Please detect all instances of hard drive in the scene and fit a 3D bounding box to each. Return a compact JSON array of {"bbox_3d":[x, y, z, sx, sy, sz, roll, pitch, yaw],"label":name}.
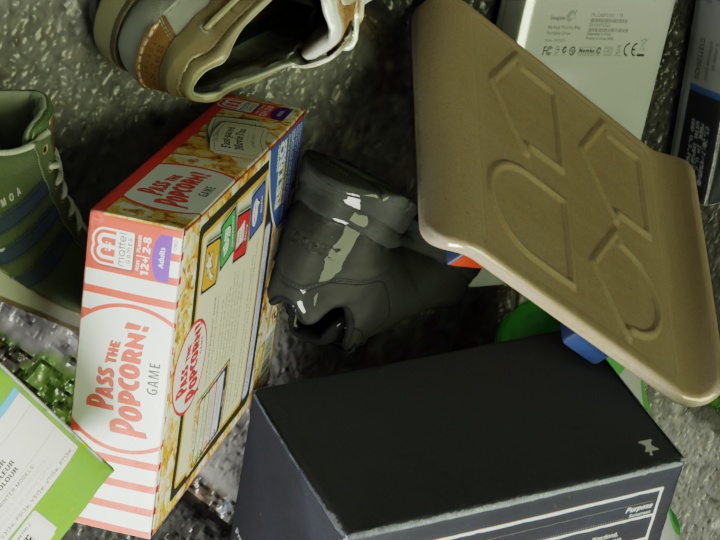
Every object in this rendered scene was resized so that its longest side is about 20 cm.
[{"bbox_3d":[0.117,-0.091,1.391,0.132,0.026,0.200,-4,113,-45],"label":"hard drive"}]

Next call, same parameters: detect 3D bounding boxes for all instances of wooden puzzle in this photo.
[{"bbox_3d":[0.101,-0.032,1.284,0.200,0.185,0.046,30,129,-29],"label":"wooden puzzle"}]

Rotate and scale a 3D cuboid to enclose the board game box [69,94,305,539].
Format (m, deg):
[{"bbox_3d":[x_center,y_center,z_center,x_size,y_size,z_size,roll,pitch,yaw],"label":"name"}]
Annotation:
[{"bbox_3d":[-0.081,0.016,1.152,0.200,0.046,0.152,-53,153,-67],"label":"board game box"}]

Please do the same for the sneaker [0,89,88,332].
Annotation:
[{"bbox_3d":[-0.157,-0.036,1.104,0.200,0.067,0.090,27,95,-46],"label":"sneaker"}]

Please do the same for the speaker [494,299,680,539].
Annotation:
[{"bbox_3d":[0.134,0.107,1.418,0.088,0.088,0.200,-40,134,-24],"label":"speaker"}]

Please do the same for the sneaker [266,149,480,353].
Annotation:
[{"bbox_3d":[0.000,0.000,1.262,0.091,0.076,0.200,-63,155,0],"label":"sneaker"}]

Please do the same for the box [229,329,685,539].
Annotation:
[{"bbox_3d":[0.041,0.152,1.282,0.200,0.123,0.199,-10,132,-26],"label":"box"}]

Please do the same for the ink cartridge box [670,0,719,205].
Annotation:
[{"bbox_3d":[0.282,-0.149,1.518,0.200,0.047,0.198,-12,118,-39],"label":"ink cartridge box"}]

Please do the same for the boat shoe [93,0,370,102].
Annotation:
[{"bbox_3d":[-0.029,-0.131,1.176,0.200,0.068,0.075,-29,144,-29],"label":"boat shoe"}]

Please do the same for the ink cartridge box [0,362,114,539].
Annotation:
[{"bbox_3d":[-0.217,0.037,1.020,0.076,0.148,0.200,-51,138,-12],"label":"ink cartridge box"}]
